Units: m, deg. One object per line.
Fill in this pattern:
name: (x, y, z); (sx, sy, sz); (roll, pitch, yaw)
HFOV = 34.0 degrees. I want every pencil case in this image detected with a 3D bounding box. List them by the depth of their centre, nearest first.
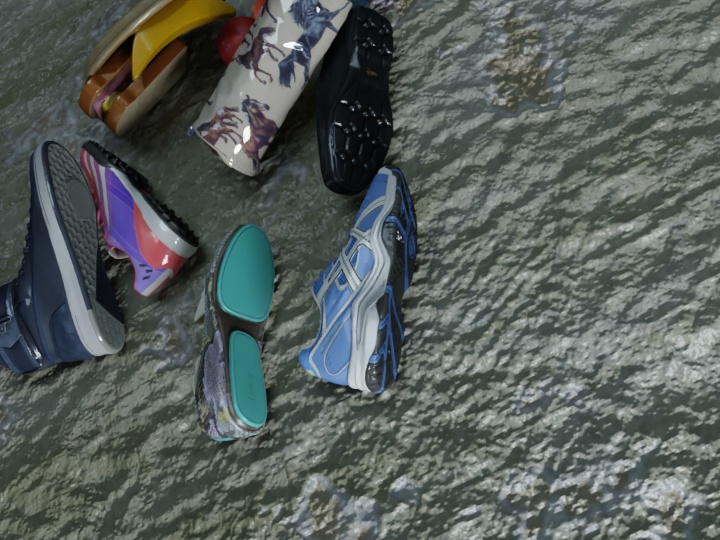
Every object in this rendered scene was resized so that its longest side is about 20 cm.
pencil case: (-0.082, -0.192, 1.093); (0.202, 0.077, 0.089); (-59, 28, 9)

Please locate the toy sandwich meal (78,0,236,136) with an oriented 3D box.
toy sandwich meal: (-0.196, -0.220, 1.177); (0.204, 0.205, 0.071); (-40, 94, -1)

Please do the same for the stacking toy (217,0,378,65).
stacking toy: (-0.055, -0.263, 1.168); (0.199, 0.085, 0.086); (-34, 51, 12)

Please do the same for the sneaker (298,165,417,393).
sneaker: (0.000, 0.000, 0.972); (0.076, 0.076, 0.203); (1, 60, 21)

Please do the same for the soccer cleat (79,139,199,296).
soccer cleat: (-0.229, -0.055, 1.128); (0.073, 0.068, 0.200); (-50, 52, 4)

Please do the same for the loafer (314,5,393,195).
loafer: (-0.009, -0.150, 1.082); (0.070, 0.067, 0.203); (-38, 38, 49)

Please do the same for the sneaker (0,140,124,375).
sneaker: (-0.311, -0.006, 1.092); (0.144, 0.077, 0.206); (-16, 83, 19)

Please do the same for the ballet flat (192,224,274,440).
ballet flat: (-0.115, 0.053, 1.005); (0.071, 0.072, 0.203); (-13, 55, 18)
